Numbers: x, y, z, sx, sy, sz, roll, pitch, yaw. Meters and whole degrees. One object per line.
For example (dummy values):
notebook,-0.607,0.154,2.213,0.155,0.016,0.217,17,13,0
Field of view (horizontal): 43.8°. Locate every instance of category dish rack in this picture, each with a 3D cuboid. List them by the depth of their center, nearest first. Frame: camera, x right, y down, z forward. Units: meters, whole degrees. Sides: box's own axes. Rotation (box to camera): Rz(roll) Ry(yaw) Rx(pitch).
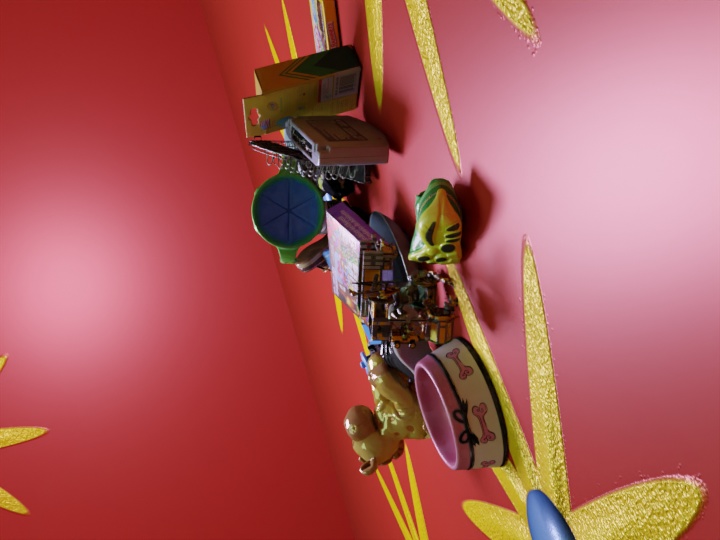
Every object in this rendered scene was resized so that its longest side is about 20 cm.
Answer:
dish rack,-0.087,-0.188,1.511,0.152,0.199,0.055,20,107,35

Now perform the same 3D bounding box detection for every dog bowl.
dog bowl,0.143,0.206,1.331,0.200,0.073,0.203,163,90,-79

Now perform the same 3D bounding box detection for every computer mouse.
computer mouse,-0.012,-0.104,1.762,0.200,0.033,0.060,-124,27,-73

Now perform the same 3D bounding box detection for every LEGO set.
LEGO set,0.062,0.017,1.263,0.200,0.151,0.118,-85,-3,-71

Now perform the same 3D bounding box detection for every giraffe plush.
giraffe plush,0.044,0.261,1.555,0.201,0.162,0.172,53,-165,16

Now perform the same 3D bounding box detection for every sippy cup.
sippy cup,-0.132,-0.115,1.663,0.139,0.179,0.130,36,-175,-7

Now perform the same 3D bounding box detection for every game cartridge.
game cartridge,-0.032,-0.207,1.420,0.200,0.131,0.041,-130,35,-60

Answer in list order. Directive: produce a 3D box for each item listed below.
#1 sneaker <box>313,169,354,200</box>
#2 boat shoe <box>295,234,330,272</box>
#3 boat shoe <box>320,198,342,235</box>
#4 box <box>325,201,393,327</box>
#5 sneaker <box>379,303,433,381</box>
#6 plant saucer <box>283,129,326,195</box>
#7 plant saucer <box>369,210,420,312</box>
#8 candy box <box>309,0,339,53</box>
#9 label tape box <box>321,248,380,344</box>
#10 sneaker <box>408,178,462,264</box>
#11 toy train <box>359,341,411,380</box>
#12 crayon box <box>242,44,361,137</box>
sneaker,-0.035,-0.188,1.701,0.083,0.072,0.200,47,166,5
boat shoe,-0.058,-0.031,1.786,0.200,0.071,0.073,-42,-68,-57
boat shoe,-0.060,-0.105,1.765,0.201,0.060,0.073,-152,62,-80
box,0.000,0.000,1.512,0.137,0.039,0.202,42,150,35
sneaker,0.061,0.113,1.436,0.099,0.071,0.201,23,154,41
plant saucer,-0.113,-0.245,1.818,0.200,0.027,0.203,-13,-90,-74
plant saucer,0.066,-0.007,1.483,0.201,0.038,0.204,162,91,-79
candy box,-0.059,-0.397,1.553,0.103,0.026,0.202,-114,13,-48
label tape box,0.017,0.033,1.658,0.202,0.063,0.144,61,163,-4
sneaker,0.104,-0.060,1.178,0.200,0.073,0.085,99,177,-72
toy train,0.065,0.223,1.733,0.115,0.086,0.201,72,172,-48
crayon box,-0.102,-0.292,1.468,0.127,0.197,0.051,102,149,-67
